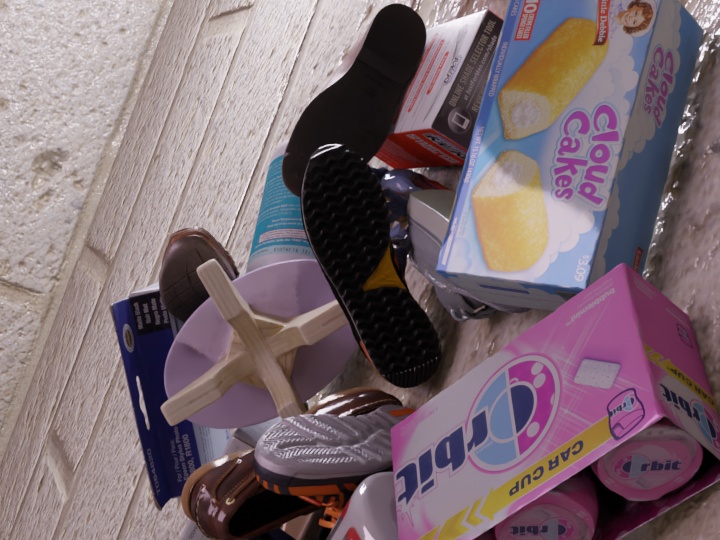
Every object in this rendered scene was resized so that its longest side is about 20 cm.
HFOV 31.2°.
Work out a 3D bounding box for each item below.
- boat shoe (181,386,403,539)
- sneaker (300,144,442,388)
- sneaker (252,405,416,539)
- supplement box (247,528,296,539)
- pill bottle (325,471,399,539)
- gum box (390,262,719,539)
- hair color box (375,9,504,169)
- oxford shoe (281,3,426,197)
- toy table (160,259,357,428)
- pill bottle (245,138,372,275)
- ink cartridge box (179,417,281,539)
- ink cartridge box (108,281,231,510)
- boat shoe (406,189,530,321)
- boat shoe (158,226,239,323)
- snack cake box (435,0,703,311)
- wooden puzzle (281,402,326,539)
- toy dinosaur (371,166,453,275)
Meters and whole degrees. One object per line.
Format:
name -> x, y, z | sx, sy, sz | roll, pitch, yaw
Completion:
boat shoe -> -0.038, 0.153, 0.990 | 0.070, 0.198, 0.071 | 11, 123, 55
sneaker -> 0.000, 0.000, 1.040 | 0.090, 0.069, 0.202 | 145, 103, -80
sneaker -> -0.010, 0.163, 0.906 | 0.077, 0.199, 0.114 | 26, 104, 35
supplement box -> -0.103, 0.308, 0.992 | 0.200, 0.109, 0.109 | -48, 24, 6
pill bottle -> 0.003, 0.244, 0.851 | 0.202, 0.113, 0.114 | -61, 22, 22
gum box -> 0.102, 0.104, 0.733 | 0.199, 0.066, 0.114 | -39, 32, 29
hair color box -> 0.068, -0.153, 1.130 | 0.112, 0.063, 0.200 | -64, 18, -6
oxford shoe -> -0.009, -0.137, 1.120 | 0.201, 0.071, 0.071 | -57, 12, -23
toy table -> -0.084, 0.069, 1.125 | 0.200, 0.184, 0.117 | -42, 6, 0
pill bottle -> -0.046, -0.055, 1.272 | 0.111, 0.110, 0.203 | -37, 38, 55
ink cartridge box -> -0.127, 0.218, 1.282 | 0.198, 0.043, 0.200 | -63, -3, 17
ink cartridge box -> -0.179, 0.112, 1.264 | 0.200, 0.040, 0.203 | -49, -53, -81
boat shoe -> 0.086, -0.001, 0.964 | 0.201, 0.069, 0.073 | -131, 40, -63
boat shoe -> -0.150, 0.008, 1.233 | 0.201, 0.075, 0.073 | 84, 176, -62
snack cake box -> 0.135, -0.077, 0.827 | 0.114, 0.067, 0.203 | 6, 75, 40
wooden puzzle -> -0.065, 0.234, 1.145 | 0.187, 0.046, 0.200 | -65, 16, 12
toy dinosaur -> 0.040, -0.052, 1.151 | 0.182, 0.197, 0.106 | -64, -36, -67
